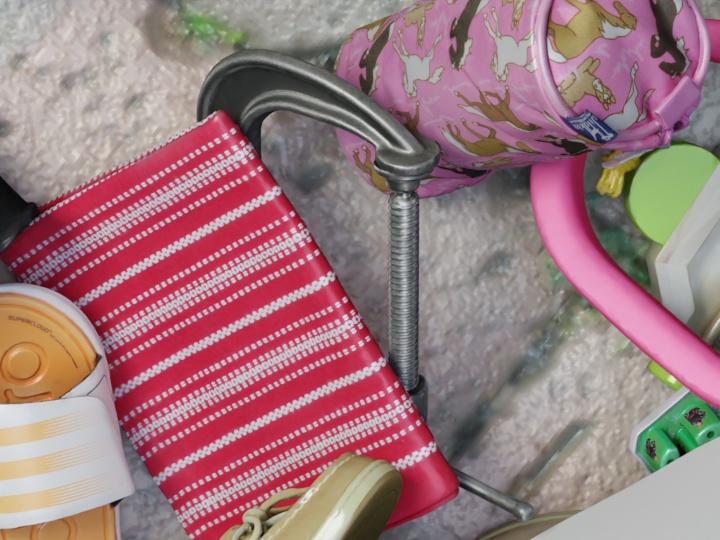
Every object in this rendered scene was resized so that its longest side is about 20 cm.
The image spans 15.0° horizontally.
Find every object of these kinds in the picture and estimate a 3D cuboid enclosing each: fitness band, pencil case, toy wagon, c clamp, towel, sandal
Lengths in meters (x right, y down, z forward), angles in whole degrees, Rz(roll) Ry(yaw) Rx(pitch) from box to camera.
[{"bbox_3d":[0.164,-0.022,1.170,0.200,0.037,0.144,42,96,22],"label":"fitness band"},{"bbox_3d":[0.061,-0.079,1.143,0.083,0.200,0.087,4,85,-27],"label":"pencil case"},{"bbox_3d":[0.194,-0.005,1.245,0.200,0.040,0.155,33,94,-8],"label":"toy wagon"},{"bbox_3d":[0.000,0.000,1.180,0.171,0.027,0.200,17,128,32],"label":"c clamp"},{"bbox_3d":[-0.059,0.042,1.202,0.145,0.022,0.200,-26,101,32],"label":"towel"},{"bbox_3d":[-0.133,0.103,1.199,0.079,0.059,0.207,-17,116,-14],"label":"sandal"}]

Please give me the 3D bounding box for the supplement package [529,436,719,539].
[{"bbox_3d":[0.175,0.191,1.186,0.120,0.121,0.200,-31,122,24],"label":"supplement package"}]

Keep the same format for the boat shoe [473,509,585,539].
[{"bbox_3d":[0.047,0.163,1.243,0.200,0.065,0.072,-15,99,-3],"label":"boat shoe"}]

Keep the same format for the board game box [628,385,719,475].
[{"bbox_3d":[0.250,0.079,1.235,0.200,0.026,0.200,-40,121,1],"label":"board game box"}]

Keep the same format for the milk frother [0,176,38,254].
[{"bbox_3d":[-0.262,-0.028,1.121,0.180,0.200,0.188,-41,99,6],"label":"milk frother"}]

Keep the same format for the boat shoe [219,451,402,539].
[{"bbox_3d":[-0.060,0.143,1.190,0.063,0.073,0.201,46,118,11],"label":"boat shoe"}]
